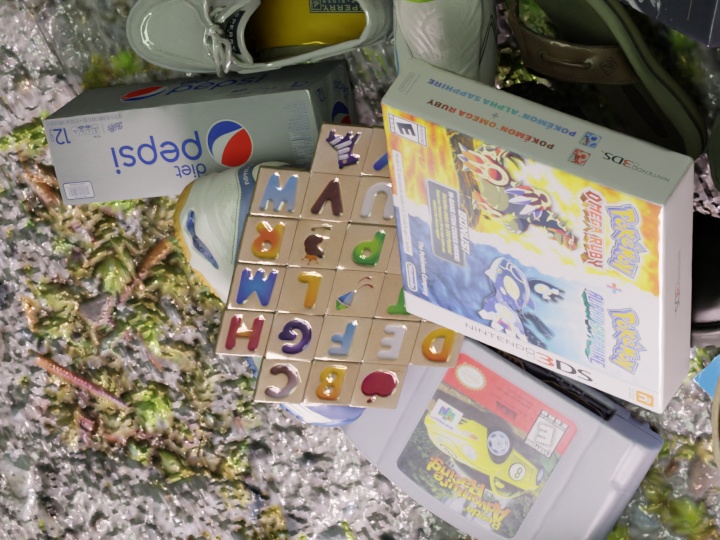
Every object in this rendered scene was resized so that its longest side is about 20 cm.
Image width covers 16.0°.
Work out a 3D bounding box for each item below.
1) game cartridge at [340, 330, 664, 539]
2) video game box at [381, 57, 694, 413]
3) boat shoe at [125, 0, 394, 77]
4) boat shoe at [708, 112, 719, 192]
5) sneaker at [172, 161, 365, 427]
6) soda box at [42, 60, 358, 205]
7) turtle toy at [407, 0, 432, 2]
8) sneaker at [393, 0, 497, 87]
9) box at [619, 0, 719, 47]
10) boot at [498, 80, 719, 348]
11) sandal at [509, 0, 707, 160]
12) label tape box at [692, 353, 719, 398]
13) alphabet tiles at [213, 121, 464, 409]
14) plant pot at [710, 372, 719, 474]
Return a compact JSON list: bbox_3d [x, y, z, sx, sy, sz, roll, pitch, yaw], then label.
[{"bbox_3d":[0.088,0.112,1.705,0.200,0.041,0.133,31,123,8],"label":"game cartridge"},{"bbox_3d":[0.106,-0.018,1.502,0.182,0.047,0.200,19,146,21],"label":"video game box"},{"bbox_3d":[-0.073,-0.155,1.629,0.201,0.086,0.075,1,107,25],"label":"boat shoe"},{"bbox_3d":[0.270,-0.093,1.480,0.060,0.201,0.072,4,75,-17],"label":"boat shoe"},{"bbox_3d":[-0.037,0.018,1.645,0.088,0.075,0.200,-19,120,29],"label":"sneaker"},{"bbox_3d":[-0.104,-0.090,1.681,0.199,0.068,0.064,-5,109,23],"label":"soda box"},{"bbox_3d":[0.023,-0.241,1.454,0.145,0.101,0.201,-2,120,11],"label":"turtle toy"},{"bbox_3d":[0.054,-0.121,1.612,0.072,0.073,0.201,11,129,10],"label":"sneaker"},{"bbox_3d":[0.183,-0.251,1.405,0.182,0.104,0.201,33,125,42],"label":"box"},{"bbox_3d":[0.164,-0.036,1.541,0.211,0.080,0.158,2,133,36],"label":"boot"},{"bbox_3d":[0.134,-0.128,1.537,0.057,0.080,0.201,-47,109,-12],"label":"sandal"},{"bbox_3d":[0.315,0.066,1.575,0.143,0.066,0.200,45,119,0],"label":"label tape box"},{"bbox_3d":[0.000,0.000,1.612,0.166,0.006,0.201,4,118,-21],"label":"alphabet tiles"},{"bbox_3d":[0.306,0.056,1.423,0.186,0.200,0.187,7,111,18],"label":"plant pot"}]
